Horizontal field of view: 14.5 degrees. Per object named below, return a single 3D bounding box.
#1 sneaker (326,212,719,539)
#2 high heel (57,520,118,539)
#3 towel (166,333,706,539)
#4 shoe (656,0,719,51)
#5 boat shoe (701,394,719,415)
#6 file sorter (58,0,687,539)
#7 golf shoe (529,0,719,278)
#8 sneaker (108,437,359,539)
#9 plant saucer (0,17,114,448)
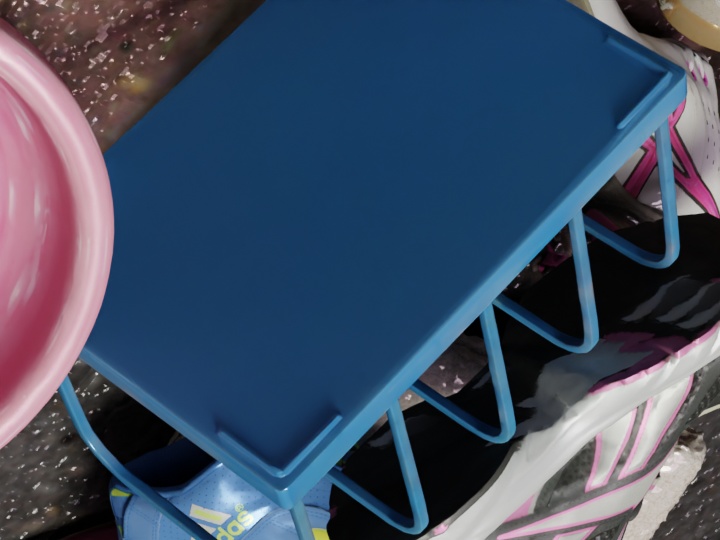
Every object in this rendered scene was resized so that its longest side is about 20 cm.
[{"bbox_3d":[0.081,0.061,1.045,0.200,0.080,0.087,-35,129,-6],"label":"sneaker"},{"bbox_3d":[-0.060,0.153,1.169,0.199,0.096,0.068,-5,134,-30],"label":"high heel"},{"bbox_3d":[0.026,0.082,1.141,0.199,0.035,0.133,22,121,-14],"label":"towel"},{"bbox_3d":[0.206,-0.111,1.096,0.199,0.070,0.053,0,138,-32],"label":"shoe"},{"bbox_3d":[0.138,0.021,1.179,0.201,0.074,0.063,-33,163,5],"label":"boat shoe"},{"bbox_3d":[0.000,0.000,0.975,0.200,0.139,0.123,-45,150,-20],"label":"file sorter"},{"bbox_3d":[0.093,-0.065,1.082,0.092,0.072,0.200,-52,145,-22],"label":"golf shoe"},{"bbox_3d":[-0.007,0.095,1.086,0.199,0.076,0.105,-11,118,5],"label":"sneaker"},{"bbox_3d":[-0.176,-0.010,0.859,0.199,0.051,0.201,-12,127,-15],"label":"plant saucer"}]
